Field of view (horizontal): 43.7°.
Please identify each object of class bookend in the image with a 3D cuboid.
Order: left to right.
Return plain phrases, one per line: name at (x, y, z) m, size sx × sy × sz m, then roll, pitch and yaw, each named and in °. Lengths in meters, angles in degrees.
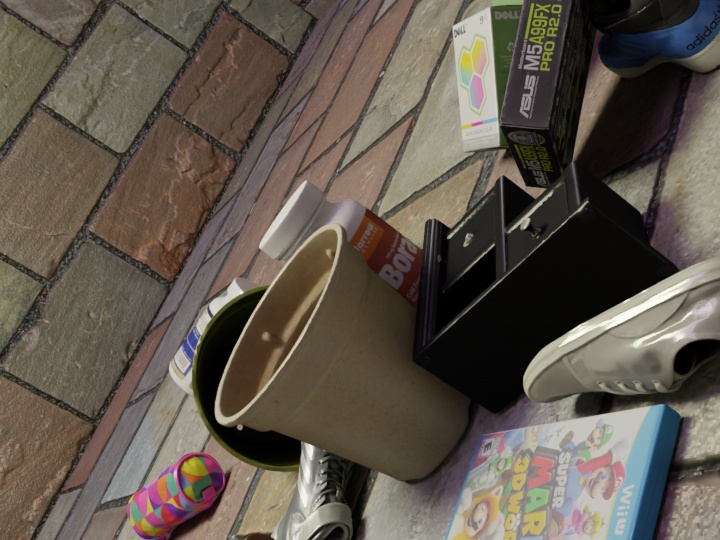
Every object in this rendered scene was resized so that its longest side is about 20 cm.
bookend at (0.144, -0.022, 0.756) m, size 0.200 × 0.092 × 0.199 m, roll -45°, pitch 20°, yaw 33°

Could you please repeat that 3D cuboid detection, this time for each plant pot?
plant pot at (-0.102, 0.134, 1.055) m, size 0.201 × 0.199 × 0.193 m, roll -63°, pitch 6°, yaw -18°
plant pot at (-0.001, 0.090, 0.809) m, size 0.201 × 0.183 × 0.201 m, roll -51°, pitch 17°, yaw 22°

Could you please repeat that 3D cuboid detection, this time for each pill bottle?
pill bottle at (-0.230, 0.118, 1.537) m, size 0.201 × 0.115 × 0.116 m, roll -54°, pitch 17°, yaw 12°
pill bottle at (0.000, 0.000, 0.925) m, size 0.112 × 0.199 × 0.112 m, roll -52°, pitch 11°, yaw 14°

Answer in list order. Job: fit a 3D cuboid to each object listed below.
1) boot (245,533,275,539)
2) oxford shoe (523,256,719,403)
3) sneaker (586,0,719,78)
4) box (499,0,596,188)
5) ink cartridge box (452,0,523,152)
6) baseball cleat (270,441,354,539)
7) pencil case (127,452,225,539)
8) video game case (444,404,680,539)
boot at (-0.094, 0.356, 0.797) m, size 0.200 × 0.076 × 0.156 m, roll 44°, pitch 115°, yaw 51°
oxford shoe at (0.177, 0.056, 0.581) m, size 0.200 × 0.075 × 0.058 m, roll -41°, pitch 59°, yaw 49°
sneaker at (0.245, -0.232, 0.812) m, size 0.077 × 0.111 × 0.200 m, roll -55°, pitch 16°, yaw 7°
box at (0.176, -0.193, 0.815) m, size 0.160 × 0.044 × 0.202 m, roll 36°, pitch -115°, yaw -68°
ink cartridge box at (0.150, -0.236, 0.997) m, size 0.104 × 0.059 × 0.202 m, roll -167°, pitch 71°, yaw -73°
baseball cleat at (-0.028, 0.215, 0.892) m, size 0.106 × 0.069 × 0.202 m, roll -11°, pitch 58°, yaw 59°
pencil case at (-0.276, 0.339, 1.337) m, size 0.200 × 0.088 × 0.089 m, roll -43°, pitch 21°, yaw 45°
video game case at (0.122, 0.168, 0.608) m, size 0.200 × 0.018 × 0.144 m, roll -29°, pitch 32°, yaw 58°
